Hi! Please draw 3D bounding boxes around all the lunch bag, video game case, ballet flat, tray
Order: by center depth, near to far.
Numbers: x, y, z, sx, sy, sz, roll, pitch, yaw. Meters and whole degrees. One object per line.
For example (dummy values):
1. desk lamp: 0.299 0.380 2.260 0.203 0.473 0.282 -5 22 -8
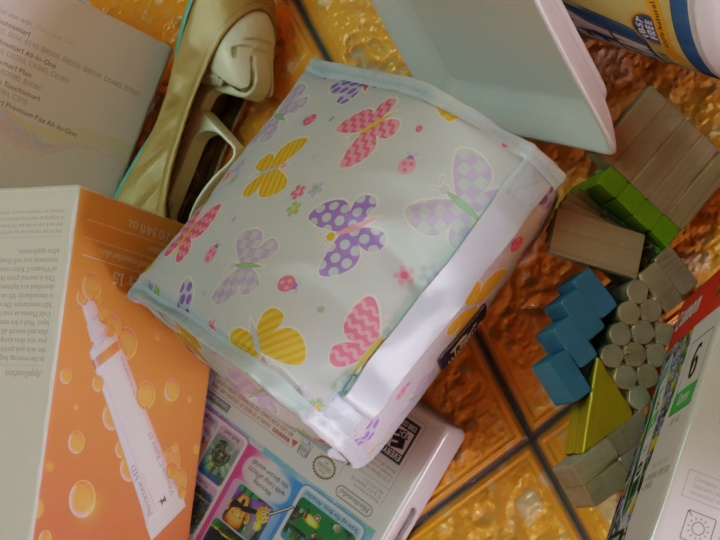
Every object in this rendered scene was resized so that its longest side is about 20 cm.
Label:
1. lunch bag: 0.000 0.000 0.867 0.170 0.127 0.200 -53 25 -8
2. tray: 0.061 -0.116 0.881 0.022 0.108 0.200 -36 21 -13
3. video game case: -0.060 0.119 0.973 0.200 0.024 0.182 32 94 38
4. ballet flat: -0.084 -0.095 1.047 0.063 0.069 0.201 28 100 30

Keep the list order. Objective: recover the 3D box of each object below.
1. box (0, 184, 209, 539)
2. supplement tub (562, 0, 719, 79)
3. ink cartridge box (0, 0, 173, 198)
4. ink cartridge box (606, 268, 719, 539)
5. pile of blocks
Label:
1. box: -0.158 0.066 0.960 0.097 0.124 0.201 0 79 34
2. supplement tub: 0.138 -0.181 0.860 0.200 0.145 0.145 26 89 39
3. ink cartridge box: -0.215 -0.096 1.078 0.128 0.125 0.201 16 83 55
4. ink cartridge box: 0.163 0.041 0.768 0.050 0.109 0.201 20 75 1
5. pile of blocks: 0.114 0.014 0.851 0.062 0.082 0.201 148 140 -71
